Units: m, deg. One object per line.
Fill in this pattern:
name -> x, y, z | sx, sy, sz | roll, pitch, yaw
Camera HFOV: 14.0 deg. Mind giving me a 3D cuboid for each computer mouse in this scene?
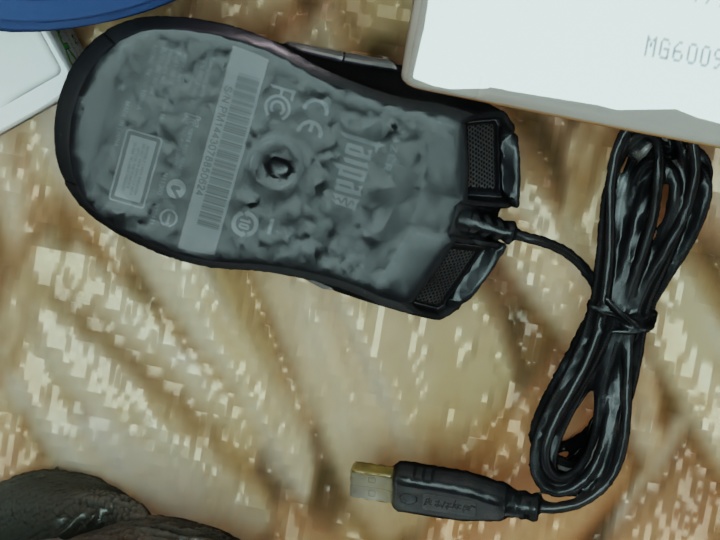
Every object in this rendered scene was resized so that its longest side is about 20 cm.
computer mouse -> 0.000, 0.000, 0.908 | 0.198, 0.046, 0.141 | 11, 104, -2

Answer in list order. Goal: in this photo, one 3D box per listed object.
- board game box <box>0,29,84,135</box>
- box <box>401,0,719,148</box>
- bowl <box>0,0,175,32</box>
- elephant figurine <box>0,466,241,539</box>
board game box -> -0.198, -0.066, 0.915 | 0.199, 0.035, 0.127 | -29, 94, 8
box -> 0.098, -0.093, 0.802 | 0.151, 0.200, 0.107 | 11, 98, 3
bowl -> -0.096, -0.172, 0.865 | 0.199, 0.039, 0.202 | 0, 88, -4
elephant figurine -> -0.085, 0.123, 0.902 | 0.200, 0.155, 0.141 | -51, 48, -1
